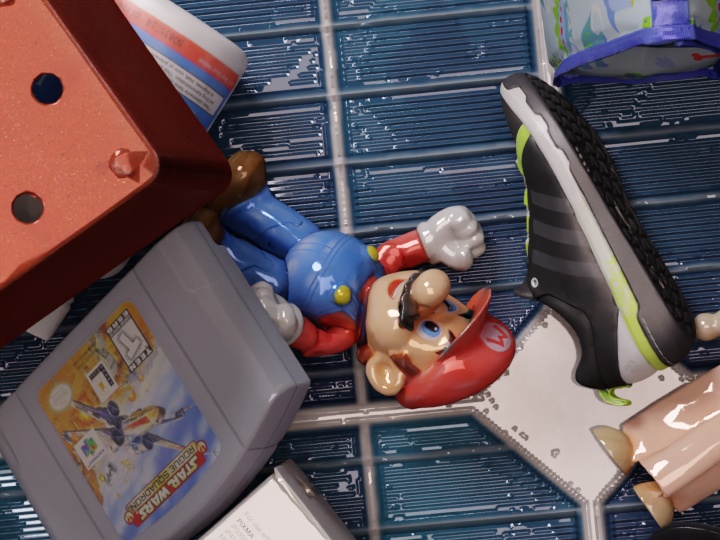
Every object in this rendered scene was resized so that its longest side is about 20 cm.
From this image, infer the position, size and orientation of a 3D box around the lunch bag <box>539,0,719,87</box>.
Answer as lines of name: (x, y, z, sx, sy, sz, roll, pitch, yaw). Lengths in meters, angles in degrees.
lunch bag: (0.160, -0.195, 1.527, 0.127, 0.200, 0.170, -4, 87, 3)

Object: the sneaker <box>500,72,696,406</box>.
sneaker: (0.114, -0.017, 1.584, 0.083, 0.072, 0.200, -31, 75, 19)

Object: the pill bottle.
pill bottle: (-0.160, -0.065, 1.581, 0.112, 0.112, 0.200, 31, 88, 4)

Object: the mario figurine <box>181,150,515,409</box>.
mario figurine: (0.000, 0.000, 1.575, 0.200, 0.106, 0.123, 29, 89, 6)

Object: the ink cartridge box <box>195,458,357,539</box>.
ink cartridge box: (-0.091, 0.204, 1.549, 0.200, 0.147, 0.083, -41, 87, 1)

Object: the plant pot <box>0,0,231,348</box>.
plant pot: (-0.194, -0.069, 1.433, 0.200, 0.176, 0.200, -36, 96, -4)

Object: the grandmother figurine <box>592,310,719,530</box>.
grandmother figurine: (0.239, 0.069, 1.584, 0.200, 0.061, 0.121, -36, 95, 4)

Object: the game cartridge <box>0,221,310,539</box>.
game cartridge: (-0.120, 0.084, 1.556, 0.200, 0.042, 0.133, -45, 65, 30)

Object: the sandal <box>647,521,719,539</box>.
sandal: (0.214, 0.231, 1.537, 0.076, 0.043, 0.200, -27, 77, 21)
